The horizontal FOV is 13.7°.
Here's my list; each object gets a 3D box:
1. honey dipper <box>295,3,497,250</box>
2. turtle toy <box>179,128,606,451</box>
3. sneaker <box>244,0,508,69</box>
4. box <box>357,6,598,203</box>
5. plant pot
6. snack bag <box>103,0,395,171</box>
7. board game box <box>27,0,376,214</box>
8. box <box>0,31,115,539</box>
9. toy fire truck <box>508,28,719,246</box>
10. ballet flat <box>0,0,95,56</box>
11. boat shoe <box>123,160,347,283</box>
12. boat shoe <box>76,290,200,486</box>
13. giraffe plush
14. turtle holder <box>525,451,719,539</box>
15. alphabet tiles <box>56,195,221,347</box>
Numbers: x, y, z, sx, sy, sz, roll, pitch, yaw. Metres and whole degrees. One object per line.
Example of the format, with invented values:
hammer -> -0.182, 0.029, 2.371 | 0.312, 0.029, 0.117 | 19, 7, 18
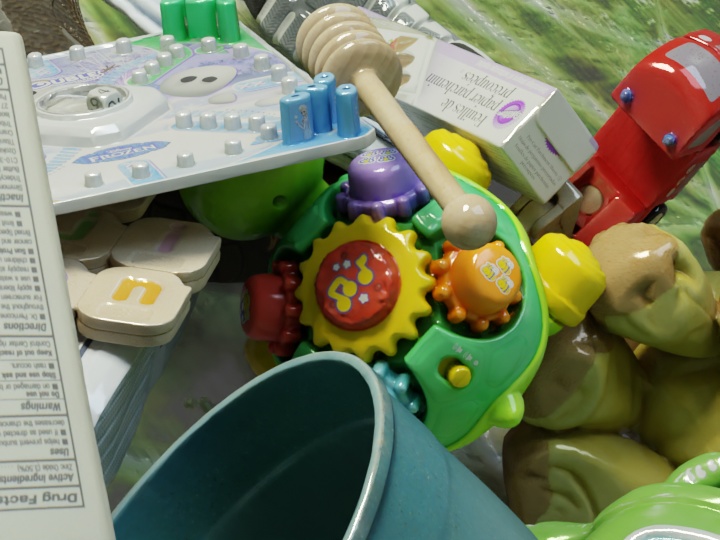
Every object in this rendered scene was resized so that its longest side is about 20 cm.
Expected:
honey dipper -> 0.015, -0.058, 1.261 | 0.038, 0.038, 0.200 | 18, 21, -25
turtle toy -> 0.000, 0.000, 1.314 | 0.200, 0.146, 0.101 | 44, 7, 24
sneaker -> 0.019, -0.119, 1.631 | 0.200, 0.075, 0.115 | 45, 9, 22
box -> 0.040, -0.080, 1.412 | 0.041, 0.039, 0.200 | 50, -10, -29
plant pot -> 0.005, 0.163, 1.049 | 0.188, 0.200, 0.200 | 39, 24, -22
snack bag -> -0.021, -0.076, 1.493 | 0.200, 0.021, 0.189 | 25, 9, -47
board game box -> -0.119, -0.073, 1.289 | 0.200, 0.026, 0.200 | -13, 23, -16
box -> -0.180, 0.023, 1.057 | 0.128, 0.109, 0.200 | 1, 69, -35
toy fire truck -> 0.092, -0.024, 1.402 | 0.049, 0.200, 0.141 | 47, 30, 13
ballet flat -> -0.157, -0.112, 1.467 | 0.067, 0.046, 0.200 | -16, 41, -16
boat shoe -> -0.062, -0.036, 1.416 | 0.200, 0.072, 0.068 | 20, 21, -37
boat shoe -> -0.119, 0.036, 1.253 | 0.067, 0.074, 0.200 | 18, 18, 3
giraffe plush -> 0.157, 0.048, 1.424 | 0.200, 0.173, 0.162 | 31, 18, -16
turtle holder -> 0.124, 0.155, 1.224 | 0.186, 0.141, 0.132 | 44, 46, 3
alphabet tiles -> -0.163, -0.006, 1.227 | 0.200, 0.015, 0.196 | 7, 26, 8
